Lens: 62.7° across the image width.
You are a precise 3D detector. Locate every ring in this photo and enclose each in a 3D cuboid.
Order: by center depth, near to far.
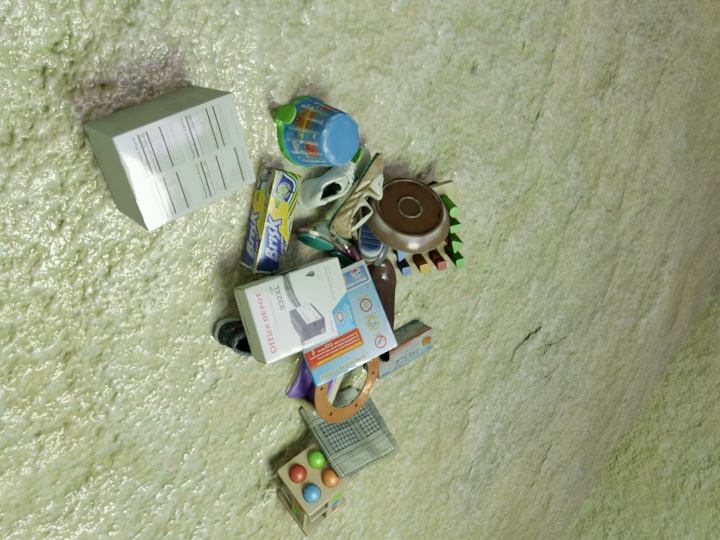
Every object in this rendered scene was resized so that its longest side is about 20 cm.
[{"bbox_3d":[-0.032,0.249,1.344,0.198,0.019,0.205,-22,121,-41],"label":"ring"}]

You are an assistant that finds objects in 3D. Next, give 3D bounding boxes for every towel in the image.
[{"bbox_3d":[-0.021,0.377,1.407,0.197,0.194,0.035,-10,141,-40],"label":"towel"}]

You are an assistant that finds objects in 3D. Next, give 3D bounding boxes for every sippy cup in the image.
[{"bbox_3d":[-0.073,-0.262,1.148,0.175,0.129,0.143,-24,121,-34],"label":"sippy cup"}]

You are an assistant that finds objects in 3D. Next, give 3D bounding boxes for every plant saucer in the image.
[{"bbox_3d":[0.103,-0.129,1.277,0.198,0.201,0.032,-33,160,-27],"label":"plant saucer"}]

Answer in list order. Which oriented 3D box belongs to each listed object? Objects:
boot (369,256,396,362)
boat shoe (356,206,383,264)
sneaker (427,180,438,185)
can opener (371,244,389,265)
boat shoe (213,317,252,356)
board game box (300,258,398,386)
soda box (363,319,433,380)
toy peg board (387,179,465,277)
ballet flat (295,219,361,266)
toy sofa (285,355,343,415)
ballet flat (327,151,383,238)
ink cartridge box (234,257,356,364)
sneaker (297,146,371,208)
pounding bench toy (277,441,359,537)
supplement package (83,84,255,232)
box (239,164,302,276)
[{"bbox_3d":[0.056,0.087,1.373,0.070,0.167,0.205,-2,117,-3],"label":"boot"},{"bbox_3d":[0.020,-0.105,1.306,0.073,0.070,0.204,108,-6,-56],"label":"boat shoe"},{"bbox_3d":[0.202,-0.137,1.497,0.087,0.079,0.204,-51,135,-45],"label":"sneaker"},{"bbox_3d":[0.000,0.000,1.356,0.053,0.066,0.203,35,81,-42],"label":"can opener"},{"bbox_3d":[-0.196,0.135,1.214,0.197,0.090,0.073,-4,109,-41],"label":"boat shoe"},{"bbox_3d":[-0.047,0.107,1.247,0.196,0.056,0.200,-23,94,-13],"label":"board game box"},{"bbox_3d":[0.098,0.201,1.520,0.197,0.068,0.065,-23,121,-33],"label":"soda box"},{"bbox_3d":[0.153,-0.079,1.390,0.194,0.098,0.204,-16,119,-7],"label":"toy peg board"},{"bbox_3d":[-0.059,-0.065,1.281,0.198,0.068,0.073,30,66,-38],"label":"ballet flat"},{"bbox_3d":[-0.084,0.222,1.354,0.097,0.082,0.204,21,91,-45],"label":"toy sofa"},{"bbox_3d":[0.008,-0.152,1.240,0.202,0.065,0.071,-57,172,-5],"label":"ballet flat"},{"bbox_3d":[-0.124,0.073,1.135,0.196,0.083,0.149,-19,98,-26],"label":"ink cartridge box"},{"bbox_3d":[-0.039,-0.190,1.238,0.200,0.079,0.071,-42,121,-24],"label":"sneaker"},{"bbox_3d":[-0.083,0.485,1.389,0.198,0.124,0.158,-30,149,-30],"label":"pounding bench toy"},{"bbox_3d":[-0.303,-0.188,0.952,0.198,0.150,0.154,-31,125,-29],"label":"supplement package"},{"bbox_3d":[-0.177,-0.096,1.158,0.063,0.069,0.205,5,102,-40],"label":"box"}]
